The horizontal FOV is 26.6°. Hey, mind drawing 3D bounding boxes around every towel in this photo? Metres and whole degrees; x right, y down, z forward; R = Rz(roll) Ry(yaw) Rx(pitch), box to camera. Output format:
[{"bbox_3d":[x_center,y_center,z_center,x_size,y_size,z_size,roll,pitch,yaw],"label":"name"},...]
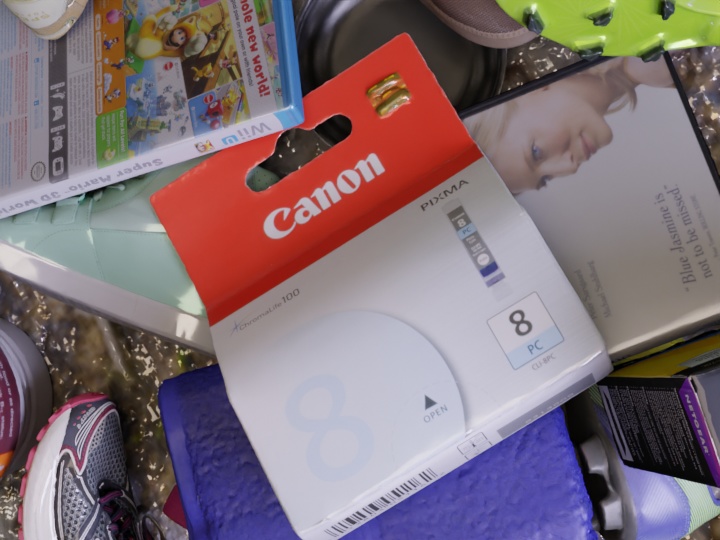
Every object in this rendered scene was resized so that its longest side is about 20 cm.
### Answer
[{"bbox_3d":[0.007,0.099,0.749,0.197,0.050,0.150,-17,72,7],"label":"towel"}]

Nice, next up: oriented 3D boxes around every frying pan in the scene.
[{"bbox_3d":[0.049,-0.132,0.784,0.189,0.031,0.115,-37,82,2],"label":"frying pan"}]

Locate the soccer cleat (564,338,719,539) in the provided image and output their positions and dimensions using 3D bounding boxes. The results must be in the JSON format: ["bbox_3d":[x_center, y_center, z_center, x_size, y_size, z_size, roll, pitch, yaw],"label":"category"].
[{"bbox_3d":[0.132,0.036,0.764,0.083,0.065,0.203,-9,85,-17],"label":"soccer cleat"}]

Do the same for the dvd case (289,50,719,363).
[{"bbox_3d":[0.075,-0.015,0.726,0.198,0.018,0.144,-22,71,10],"label":"dvd case"}]

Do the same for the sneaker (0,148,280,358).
[{"bbox_3d":[-0.134,-0.038,0.815,0.198,0.074,0.120,19,82,19],"label":"sneaker"}]

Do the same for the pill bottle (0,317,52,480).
[{"bbox_3d":[-0.241,0.075,0.771,0.113,0.200,0.116,0,92,13],"label":"pill bottle"}]

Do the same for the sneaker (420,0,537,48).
[{"bbox_3d":[0.013,-0.186,0.750,0.199,0.076,0.071,30,65,20],"label":"sneaker"}]

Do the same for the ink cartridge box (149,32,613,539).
[{"bbox_3d":[0.000,0.000,0.707,0.159,0.047,0.201,-31,71,5],"label":"ink cartridge box"}]

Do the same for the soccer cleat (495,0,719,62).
[{"bbox_3d":[0.146,-0.142,0.708,0.197,0.068,0.082,1,58,-21],"label":"soccer cleat"}]

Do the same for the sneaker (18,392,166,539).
[{"bbox_3d":[-0.126,0.164,0.806,0.074,0.080,0.203,-8,92,21],"label":"sneaker"}]

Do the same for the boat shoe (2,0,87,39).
[{"bbox_3d":[-0.132,-0.219,0.804,0.072,0.063,0.203,18,74,23],"label":"boat shoe"}]

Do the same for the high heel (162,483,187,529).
[{"bbox_3d":[-0.017,0.171,0.791,0.096,0.067,0.201,-37,71,8],"label":"high heel"}]

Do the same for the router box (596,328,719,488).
[{"bbox_3d":[0.217,0.036,0.661,0.198,0.149,0.052,-19,89,-7],"label":"router box"}]

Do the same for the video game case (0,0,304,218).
[{"bbox_3d":[-0.129,-0.109,0.798,0.197,0.018,0.145,-16,57,13],"label":"video game case"}]
